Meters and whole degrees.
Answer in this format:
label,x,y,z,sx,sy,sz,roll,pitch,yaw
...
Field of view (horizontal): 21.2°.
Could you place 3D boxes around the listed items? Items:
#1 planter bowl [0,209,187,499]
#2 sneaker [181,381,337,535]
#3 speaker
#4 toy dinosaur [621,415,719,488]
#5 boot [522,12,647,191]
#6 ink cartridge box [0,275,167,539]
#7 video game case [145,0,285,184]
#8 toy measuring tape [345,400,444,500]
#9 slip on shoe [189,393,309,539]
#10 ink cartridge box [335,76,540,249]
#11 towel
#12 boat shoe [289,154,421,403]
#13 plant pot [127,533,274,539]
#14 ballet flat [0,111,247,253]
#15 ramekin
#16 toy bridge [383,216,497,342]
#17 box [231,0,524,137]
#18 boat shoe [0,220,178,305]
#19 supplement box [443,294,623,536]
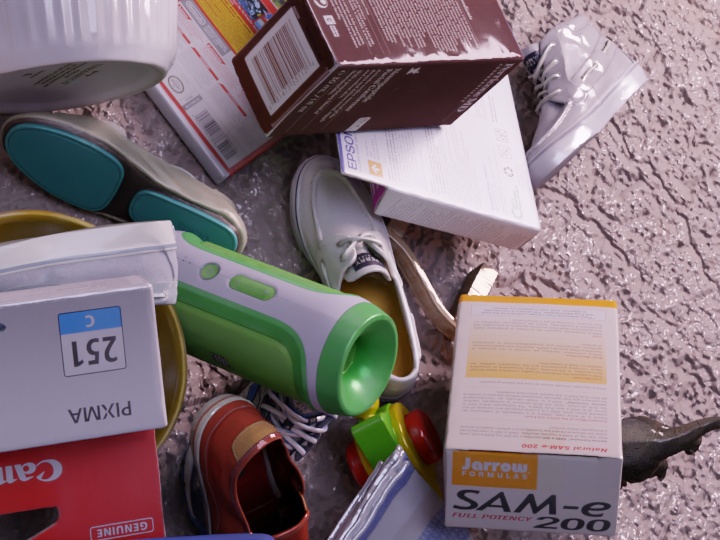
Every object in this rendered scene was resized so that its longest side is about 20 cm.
label,x,y,z,sx,sy,sz,roll,pitch,yaw
planter bowl,-0.224,0.067,1.306,0.199,0.083,0.202,11,64,-24
sneaker,-0.060,0.105,1.388,0.077,0.085,0.201,36,58,-12
speaker,-0.075,0.035,1.346,0.199,0.089,0.088,20,48,30
toy dinosaur,0.204,0.138,1.506,0.102,0.199,0.078,9,91,-52
boot,0.165,-0.148,1.644,0.096,0.074,0.200,45,42,1
ink cartridge box,-0.220,0.103,1.199,0.199,0.045,0.177,-8,100,-16
video game case,-0.088,-0.174,1.533,0.200,0.017,0.143,-38,92,-36
toy measuring tape,0.044,0.166,1.447,0.074,0.073,0.201,-43,111,-36
slip on shoe,-0.065,0.175,1.319,0.074,0.061,0.201,-34,130,-28
ink cartridge box,0.043,-0.125,1.543,0.199,0.043,0.197,14,53,-32
towel,0.044,0.243,1.384,0.200,0.024,0.147,51,61,-26
boat shoe,0.000,0.000,1.471,0.070,0.070,0.201,-12,78,-17
plant pot,-0.144,0.270,1.211,0.199,0.180,0.201,2,69,-31
ballet flat,-0.171,-0.069,1.418,0.199,0.069,0.070,31,57,-18
ramekin,-0.219,-0.173,1.351,0.201,0.202,0.095,-4,83,-32
toy bridge,0.087,0.025,1.546,0.200,0.027,0.067,36,57,-11
box,0.015,-0.157,1.438,0.199,0.100,0.075,-10,68,-43
boat shoe,-0.210,0.015,1.242,0.200,0.070,0.072,-11,94,-22
supplement box,0.128,0.103,1.421,0.125,0.074,0.200,3,33,6
